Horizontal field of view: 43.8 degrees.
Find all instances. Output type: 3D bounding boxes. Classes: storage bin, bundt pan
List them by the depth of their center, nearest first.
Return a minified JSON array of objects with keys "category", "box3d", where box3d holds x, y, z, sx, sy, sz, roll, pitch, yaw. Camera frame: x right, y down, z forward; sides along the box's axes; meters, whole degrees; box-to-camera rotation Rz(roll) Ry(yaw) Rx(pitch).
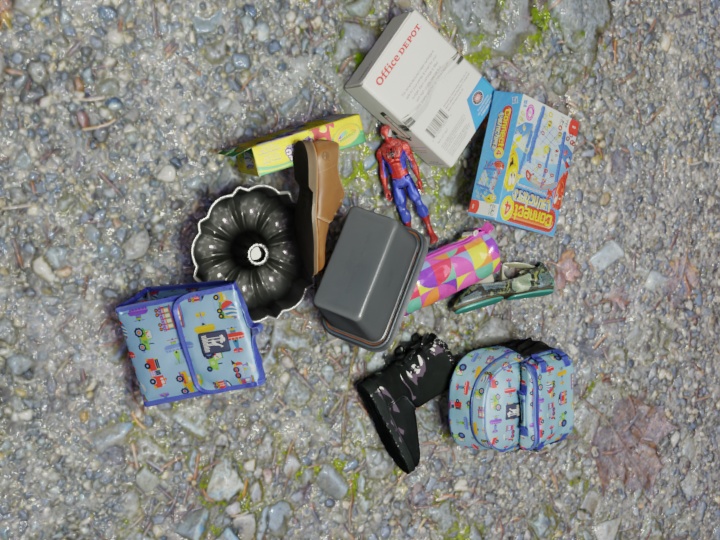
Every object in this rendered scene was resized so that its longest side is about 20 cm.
[{"category":"bundt pan","box3d":[-0.161,-0.029,1.335,0.198,0.076,0.206,-4,100,-21]},{"category":"storage bin","box3d":[0.000,0.000,1.346,0.143,0.134,0.203,19,80,19]}]

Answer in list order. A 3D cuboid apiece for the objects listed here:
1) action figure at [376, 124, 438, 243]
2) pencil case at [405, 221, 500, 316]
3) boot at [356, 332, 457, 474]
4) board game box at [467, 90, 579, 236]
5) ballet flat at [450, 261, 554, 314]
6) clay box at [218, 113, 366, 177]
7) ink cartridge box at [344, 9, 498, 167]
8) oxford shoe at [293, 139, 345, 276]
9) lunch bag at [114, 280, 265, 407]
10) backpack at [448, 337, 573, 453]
[{"category":"action figure","box3d":[0.069,-0.134,1.424,0.064,0.052,0.203,-15,104,18]},{"category":"pencil case","box3d":[0.133,-0.003,1.455,0.198,0.088,0.090,-27,107,-16]},{"category":"boot","box3d":[0.095,0.214,1.482,0.161,0.073,0.201,-33,110,-21]},{"category":"board game box","box3d":[0.268,-0.168,1.457,0.198,0.055,0.200,8,95,-50]},{"category":"ballet flat","box3d":[0.234,0.024,1.518,0.196,0.074,0.076,-10,101,-22]},{"category":"clay box","box3d":[-0.103,-0.182,1.316,0.197,0.115,0.048,-21,106,-17]},{"category":"ink cartridge box","box3d":[0.096,-0.281,1.399,0.199,0.084,0.147,39,82,-22]},{"category":"oxford shoe","box3d":[-0.054,-0.087,1.277,0.070,0.071,0.204,-11,120,-28]},{"category":"lunch bag","box3d":[-0.223,0.096,1.266,0.196,0.094,0.153,-9,105,20]},{"category":"backpack","box3d":[0.243,0.214,1.483,0.197,0.134,0.187,-6,101,-37]}]
